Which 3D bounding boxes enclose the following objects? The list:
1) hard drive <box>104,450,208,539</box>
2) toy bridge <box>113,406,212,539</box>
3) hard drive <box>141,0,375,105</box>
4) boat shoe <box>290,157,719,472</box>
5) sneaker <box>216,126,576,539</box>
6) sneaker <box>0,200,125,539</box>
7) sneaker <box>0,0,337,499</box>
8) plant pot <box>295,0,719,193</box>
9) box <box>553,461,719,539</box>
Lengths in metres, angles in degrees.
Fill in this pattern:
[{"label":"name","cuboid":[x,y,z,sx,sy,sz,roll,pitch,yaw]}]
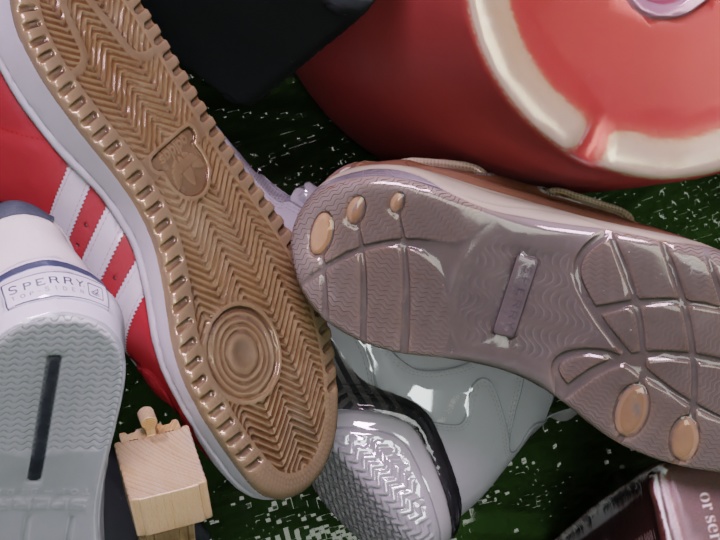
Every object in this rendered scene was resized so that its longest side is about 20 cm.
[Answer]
[{"label":"hard drive","cuboid":[-0.167,0.089,0.822,0.140,0.033,0.200,-49,121,-3]},{"label":"toy bridge","cuboid":[-0.058,0.127,0.813,0.027,0.067,0.201,-13,125,-9]},{"label":"hard drive","cuboid":[-0.092,-0.135,0.782,0.200,0.140,0.033,36,71,-10]},{"label":"boat shoe","cuboid":[0.076,0.007,0.796,0.199,0.072,0.076,23,107,-2]},{"label":"sneaker","cuboid":[0.000,0.000,0.873,0.115,0.075,0.200,-35,90,-22]},{"label":"sneaker","cuboid":[-0.117,0.067,0.772,0.073,0.071,0.200,5,127,-23]},{"label":"sneaker","cuboid":[-0.091,-0.006,0.802,0.071,0.112,0.201,-38,105,-46]},{"label":"plant pot","cuboid":[0.078,-0.111,0.818,0.200,0.177,0.201,-2,100,-13]},{"label":"box","cuboid":[0.196,0.147,0.870,0.199,0.166,0.165,-10,75,-12]}]
